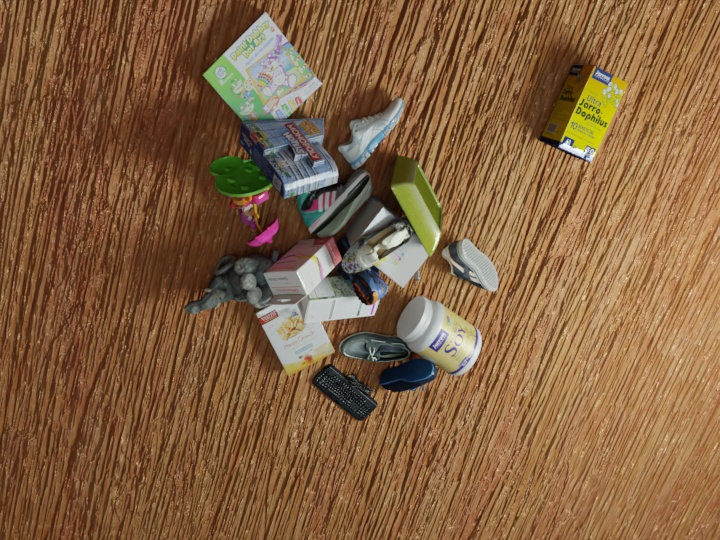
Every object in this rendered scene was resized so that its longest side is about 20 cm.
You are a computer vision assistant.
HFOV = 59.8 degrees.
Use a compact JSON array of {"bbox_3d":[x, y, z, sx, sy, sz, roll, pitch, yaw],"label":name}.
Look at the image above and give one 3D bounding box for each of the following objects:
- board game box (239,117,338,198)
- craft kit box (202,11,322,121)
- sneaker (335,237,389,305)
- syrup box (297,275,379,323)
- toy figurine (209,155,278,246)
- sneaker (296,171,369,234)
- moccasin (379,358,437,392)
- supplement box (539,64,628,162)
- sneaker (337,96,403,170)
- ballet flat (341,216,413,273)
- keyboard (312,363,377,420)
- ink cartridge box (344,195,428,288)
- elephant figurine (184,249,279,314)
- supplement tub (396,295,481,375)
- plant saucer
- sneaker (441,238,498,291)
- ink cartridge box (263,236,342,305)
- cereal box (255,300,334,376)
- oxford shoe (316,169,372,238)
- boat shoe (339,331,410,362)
[{"bbox_3d":[-0.139,-0.271,1.412,0.197,0.201,0.062,-23,150,-33],"label":"board game box"},{"bbox_3d":[-0.221,-0.436,1.423,0.199,0.049,0.198,-42,108,5],"label":"craft kit box"},{"bbox_3d":[0.000,0.000,1.558,0.077,0.202,0.076,-11,148,-39],"label":"sneaker"},{"bbox_3d":[-0.055,0.069,1.574,0.195,0.080,0.083,-4,133,-24],"label":"syrup box"},{"bbox_3d":[-0.263,-0.149,1.470,0.149,0.198,0.188,-36,138,-32],"label":"toy figurine"},{"bbox_3d":[-0.079,-0.195,1.491,0.199,0.083,0.122,-41,84,18],"label":"sneaker"},{"bbox_3d":[0.138,0.286,1.690,0.068,0.198,0.082,41,55,-26],"label":"moccasin"},{"bbox_3d":[0.550,-0.391,1.553,0.106,0.110,0.204,17,104,-16],"label":"supplement box"},{"bbox_3d":[0.022,-0.341,1.488,0.086,0.075,0.201,39,98,-14],"label":"sneaker"},{"bbox_3d":[0.041,-0.056,1.452,0.198,0.072,0.073,-34,112,2],"label":"ballet flat"},{"bbox_3d":[-0.033,0.336,1.724,0.199,0.040,0.104,41,98,-21],"label":"keyboard"},{"bbox_3d":[0.077,-0.066,1.561,0.198,0.129,0.126,37,99,-21],"label":"ink cartridge box"},{"bbox_3d":[-0.313,0.028,1.525,0.196,0.154,0.146,-10,80,32],"label":"elephant figurine"},{"bbox_3d":[0.207,0.171,1.658,0.198,0.146,0.147,32,100,-20],"label":"supplement tub"},{"bbox_3d":[0.145,-0.167,1.499,0.047,0.201,0.202,-23,114,20],"label":"plant saucer"},{"bbox_3d":[0.290,-0.012,1.653,0.078,0.080,0.200,-13,136,40],"label":"sneaker"},{"bbox_3d":[-0.147,0.001,1.490,0.114,0.200,0.069,-5,120,38],"label":"ink cartridge box"},{"bbox_3d":[-0.170,0.157,1.635,0.141,0.040,0.204,-27,112,-3],"label":"cereal box"},{"bbox_3d":[-0.036,-0.158,1.545,0.201,0.075,0.057,-52,155,10],"label":"oxford shoe"},{"bbox_3d":[0.041,0.211,1.683,0.194,0.062,0.075,2,109,-12],"label":"boat shoe"}]
